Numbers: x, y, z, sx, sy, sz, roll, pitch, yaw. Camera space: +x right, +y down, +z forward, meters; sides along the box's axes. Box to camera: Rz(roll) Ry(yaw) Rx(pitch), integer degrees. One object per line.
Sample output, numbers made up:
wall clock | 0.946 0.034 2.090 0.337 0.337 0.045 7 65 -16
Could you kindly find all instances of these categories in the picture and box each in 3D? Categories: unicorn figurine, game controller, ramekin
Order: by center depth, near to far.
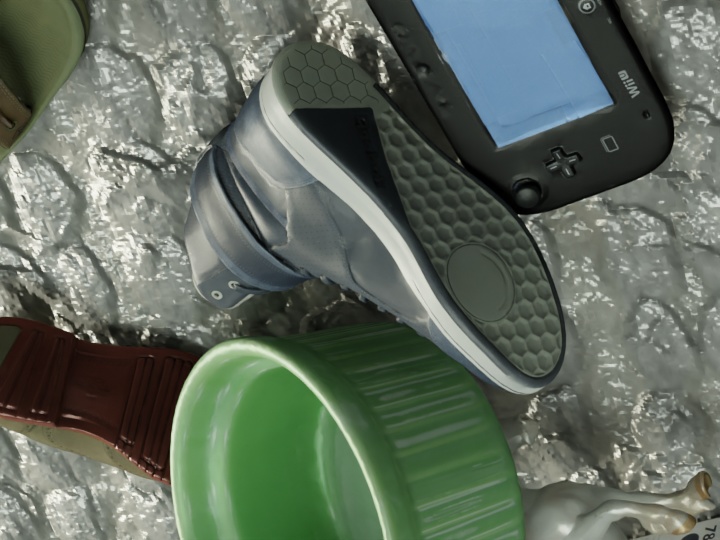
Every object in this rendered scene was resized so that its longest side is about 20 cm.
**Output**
game controller | 0.069 -0.114 1.307 0.104 0.042 0.200 -15 125 28
ramekin | -0.004 0.122 1.440 0.200 0.097 0.201 25 122 48
unicorn figurine | 0.124 0.139 1.453 0.137 0.074 0.201 -10 113 28

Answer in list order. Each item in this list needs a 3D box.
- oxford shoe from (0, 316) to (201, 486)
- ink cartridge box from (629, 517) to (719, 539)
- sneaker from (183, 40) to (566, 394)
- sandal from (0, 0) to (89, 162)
oxford shoe | -0.129 0.076 1.537 0.199 0.071 0.075 22 165 -8
ink cartridge box | 0.175 0.192 1.541 0.199 0.039 0.100 -16 123 31
sneaker | 0.001 -0.001 1.375 0.203 0.077 0.146 49 138 1
sandal | -0.195 -0.088 1.404 0.079 0.058 0.201 27 133 -6
